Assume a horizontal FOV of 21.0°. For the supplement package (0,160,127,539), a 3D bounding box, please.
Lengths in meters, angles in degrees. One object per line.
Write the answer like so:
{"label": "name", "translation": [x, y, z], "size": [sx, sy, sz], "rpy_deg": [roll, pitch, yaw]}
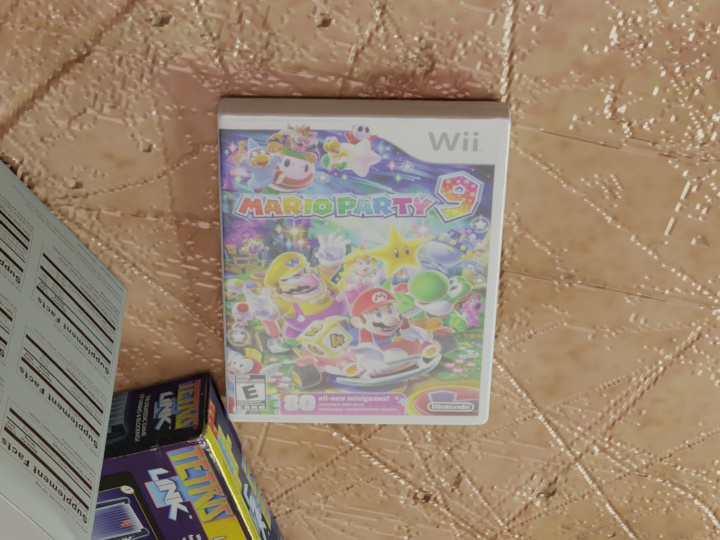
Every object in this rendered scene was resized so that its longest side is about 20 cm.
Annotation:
{"label": "supplement package", "translation": [-0.236, 0.070, 0.938], "size": [0.191, 0.200, 0.147], "rpy_deg": [-29, 122, 21]}

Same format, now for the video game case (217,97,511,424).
{"label": "video game case", "translation": [0.000, 0.000, 1.000], "size": [0.143, 0.018, 0.200], "rpy_deg": [1, 128, 0]}

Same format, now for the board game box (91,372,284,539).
{"label": "board game box", "translation": [-0.132, 0.163, 1.102], "size": [0.165, 0.057, 0.200], "rpy_deg": [-14, 126, 8]}
